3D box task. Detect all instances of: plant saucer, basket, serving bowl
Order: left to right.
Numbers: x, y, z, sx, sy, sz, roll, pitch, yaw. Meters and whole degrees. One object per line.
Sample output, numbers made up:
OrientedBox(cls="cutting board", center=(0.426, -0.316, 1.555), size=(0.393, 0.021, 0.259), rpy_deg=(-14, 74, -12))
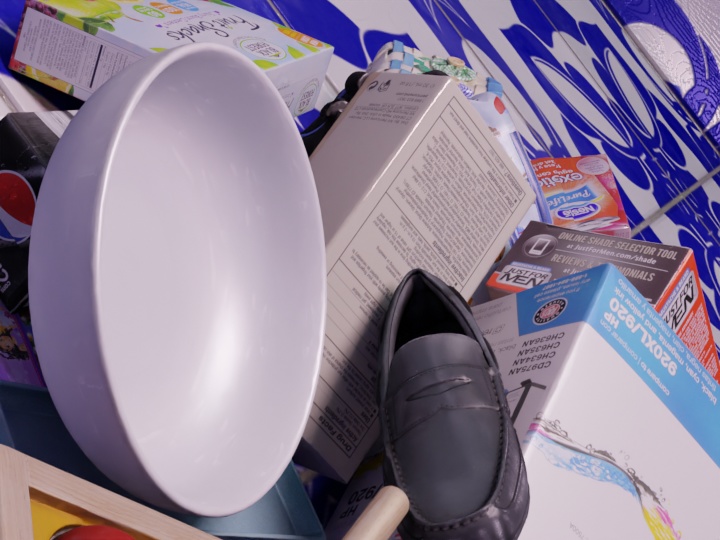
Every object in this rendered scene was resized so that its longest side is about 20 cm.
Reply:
OrientedBox(cls="plant saucer", center=(-0.090, 0.093, 0.711), size=(0.199, 0.019, 0.070), rpy_deg=(16, 41, -54))
OrientedBox(cls="serving bowl", center=(-0.085, 0.005, 0.679), size=(0.200, 0.065, 0.203), rpy_deg=(-2, 90, -67))
OrientedBox(cls="basket", center=(0.076, -0.083, 1.258), size=(0.199, 0.139, 0.177), rpy_deg=(36, 24, -11))

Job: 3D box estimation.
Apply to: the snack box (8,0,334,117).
OrientedBox(cls="snack box", center=(-0.115, -0.137, 1.006), size=(0.141, 0.053, 0.200), rpy_deg=(25, 20, 9))

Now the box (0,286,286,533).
OrientedBox(cls="box", center=(-0.129, 0.065, 0.752), size=(0.201, 0.039, 0.137), rpy_deg=(54, 22, 6))

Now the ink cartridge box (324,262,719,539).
OrientedBox(cls="ink cartridge box", center=(0.091, 0.129, 0.834), size=(0.145, 0.146, 0.201), rpy_deg=(46, 52, -20))

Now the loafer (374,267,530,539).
OrientedBox(cls="loafer", center=(0.036, 0.065, 0.736), size=(0.201, 0.067, 0.071), rpy_deg=(-95, 168, -64))

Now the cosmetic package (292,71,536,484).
OrientedBox(cls="cosmetic package", center=(0.000, 0.000, 0.850), size=(0.073, 0.201, 0.104), rpy_deg=(13, -30, 50))

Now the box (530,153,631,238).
OrientedBox(cls="box", center=(0.143, 0.026, 1.151), size=(0.100, 0.094, 0.202), rpy_deg=(-96, -179, -54))

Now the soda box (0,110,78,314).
OrientedBox(cls="soda box", center=(-0.121, -0.038, 0.791), size=(0.071, 0.063, 0.200), rpy_deg=(52, 22, 8))

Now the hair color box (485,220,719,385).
OrientedBox(cls="hair color box", center=(0.158, 0.070, 0.948), size=(0.064, 0.110, 0.201), rpy_deg=(-50, 135, -32))

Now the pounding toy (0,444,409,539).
OrientedBox(cls="pounding toy", center=(-0.072, 0.161, 0.577), size=(0.199, 0.142, 0.185), rpy_deg=(32, 29, -41))

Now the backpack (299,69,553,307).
OrientedBox(cls="backpack", center=(0.034, -0.015, 1.016), size=(0.152, 0.200, 0.193), rpy_deg=(-12, 79, -22))
